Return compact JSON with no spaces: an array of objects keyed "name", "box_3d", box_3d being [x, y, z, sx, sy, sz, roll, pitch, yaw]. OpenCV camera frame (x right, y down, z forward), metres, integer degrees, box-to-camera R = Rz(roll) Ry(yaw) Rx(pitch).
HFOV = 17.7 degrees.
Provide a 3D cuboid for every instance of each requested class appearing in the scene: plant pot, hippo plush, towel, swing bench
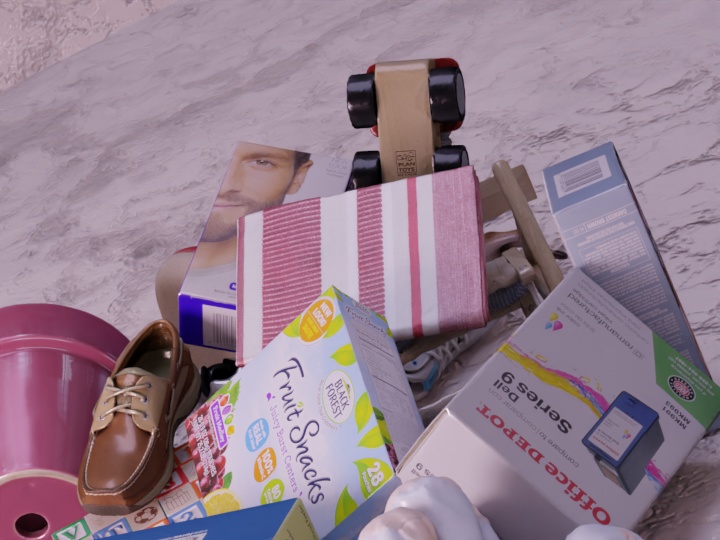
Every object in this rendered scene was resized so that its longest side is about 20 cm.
[{"name":"plant pot","box_3d":[-0.268,0.158,1.916,0.199,0.201,0.180,-22,36,7]},{"name":"hippo plush","box_3d":[0.097,0.200,1.385,0.160,0.160,0.200,-14,25,25]},{"name":"towel","box_3d":[0.000,0.000,1.777,0.198,0.023,0.145,-11,54,14]},{"name":"swing bench","box_3d":[0.073,0.057,1.805,0.198,0.130,0.201,-24,51,-1]}]

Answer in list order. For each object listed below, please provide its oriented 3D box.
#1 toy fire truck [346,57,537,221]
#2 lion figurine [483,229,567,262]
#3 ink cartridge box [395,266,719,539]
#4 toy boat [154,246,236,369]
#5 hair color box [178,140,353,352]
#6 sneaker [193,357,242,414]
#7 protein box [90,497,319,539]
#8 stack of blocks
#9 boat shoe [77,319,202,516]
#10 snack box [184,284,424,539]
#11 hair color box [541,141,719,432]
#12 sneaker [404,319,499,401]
[{"name":"toy fire truck","box_3d":[0.074,-0.095,1.998,0.127,0.178,0.200,-4,4,12]},{"name":"lion figurine","box_3d":[0.077,0.005,2.067,0.198,0.073,0.122,-14,10,-11]},{"name":"ink cartridge box","box_3d":[0.138,0.112,1.551,0.200,0.145,0.088,-42,-10,-45]},{"name":"toy boat","box_3d":[-0.086,0.031,2.095,0.130,0.132,0.199,-27,18,-34]},{"name":"hair color box","box_3d":[-0.078,-0.018,1.973,0.108,0.065,0.201,10,43,7]},{"name":"sneaker","box_3d":[-0.108,0.106,1.971,0.073,0.080,0.200,-31,10,-13]},{"name":"protein box","box_3d":[-0.128,0.273,1.508,0.197,0.136,0.200,-14,22,26]},{"name":"stack of blocks","box_3d":[-0.136,0.194,1.804,0.199,0.059,0.115,-28,29,-9]},{"name":"boat shoe","box_3d":[-0.181,0.112,1.825,0.075,0.074,0.201,-2,33,12]},{"name":"snack box","box_3d":[-0.035,0.138,1.659,0.169,0.067,0.201,-42,40,21]},{"name":"hair color box","box_3d":[0.197,0.019,1.670,0.060,0.201,0.099,-22,20,8]},{"name":"sneaker","box_3d":[0.053,0.070,1.933,0.199,0.075,0.087,-30,38,-13]}]
